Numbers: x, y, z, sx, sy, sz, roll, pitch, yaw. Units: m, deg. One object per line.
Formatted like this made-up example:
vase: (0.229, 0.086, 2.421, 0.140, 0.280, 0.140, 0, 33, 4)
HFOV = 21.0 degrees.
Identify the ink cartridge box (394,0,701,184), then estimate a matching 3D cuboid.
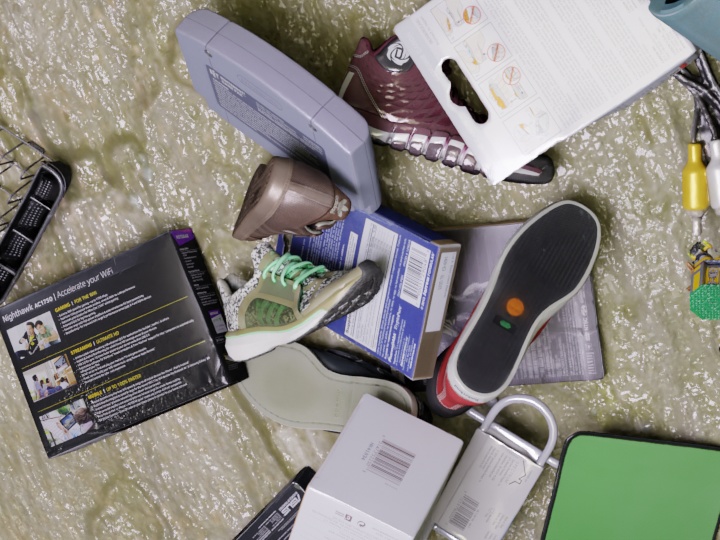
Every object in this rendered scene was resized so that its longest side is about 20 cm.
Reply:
ink cartridge box: (0.153, -0.188, 1.587, 0.200, 0.050, 0.162, -34, 85, 18)

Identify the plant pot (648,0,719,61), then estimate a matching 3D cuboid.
plant pot: (0.329, -0.210, 1.421, 0.196, 0.200, 0.200, 26, 113, -19)

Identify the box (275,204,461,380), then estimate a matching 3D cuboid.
box: (0.000, 0.000, 1.676, 0.200, 0.032, 0.121, 28, 115, 42)

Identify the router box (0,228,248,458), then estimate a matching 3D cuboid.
router box: (-0.219, 0.067, 1.764, 0.200, 0.051, 0.149, -23, 86, 19)

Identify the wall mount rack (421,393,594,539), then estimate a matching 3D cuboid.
wall mount rack: (0.142, 0.201, 1.716, 0.174, 0.075, 0.200, 31, 111, 8)

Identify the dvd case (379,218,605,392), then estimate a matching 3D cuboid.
dvd case: (0.107, 0.031, 1.702, 0.200, 0.016, 0.149, -5, 106, 15)

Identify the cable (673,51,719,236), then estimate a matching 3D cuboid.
cable: (0.289, -0.130, 1.587, 0.097, 0.050, 0.200, -17, 101, 21)

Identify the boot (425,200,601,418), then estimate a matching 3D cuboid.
boot: (0.125, 0.034, 1.654, 0.072, 0.144, 0.200, 36, 74, -1)

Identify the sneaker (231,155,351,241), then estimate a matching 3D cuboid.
sneaker: (-0.059, -0.049, 1.637, 0.075, 0.200, 0.071, 22, 85, -8)

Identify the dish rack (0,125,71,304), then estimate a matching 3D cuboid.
dish rack: (-0.372, -0.080, 1.774, 0.200, 0.055, 0.154, 34, 110, 3)

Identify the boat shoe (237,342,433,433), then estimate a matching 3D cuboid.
boat shoe: (-0.021, 0.109, 1.730, 0.199, 0.066, 0.075, 9, 87, 34)

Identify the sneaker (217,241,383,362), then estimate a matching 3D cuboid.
sneaker: (-0.064, 0.015, 1.655, 0.200, 0.077, 0.089, -25, 93, 45)

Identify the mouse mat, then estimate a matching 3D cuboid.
mouse mat: (0.235, 0.237, 1.702, 0.161, 0.008, 0.200, 8, 108, -12)

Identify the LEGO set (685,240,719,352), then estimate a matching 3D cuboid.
LEGO set: (0.362, -0.020, 1.565, 0.154, 0.116, 0.200, 30, 127, -10)

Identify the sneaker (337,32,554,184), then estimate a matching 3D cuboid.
sneaker: (0.079, -0.146, 1.630, 0.200, 0.076, 0.116, 17, 91, -4)

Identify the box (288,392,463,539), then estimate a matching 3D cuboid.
box: (-0.001, 0.225, 1.648, 0.097, 0.124, 0.200, 25, 133, 7)

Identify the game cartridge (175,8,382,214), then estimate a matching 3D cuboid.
game cartridge: (-0.066, -0.136, 1.617, 0.200, 0.133, 0.042, 37, 68, 21)

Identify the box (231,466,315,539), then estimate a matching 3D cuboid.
box: (-0.061, 0.306, 1.811, 0.160, 0.044, 0.200, 43, 111, 0)
